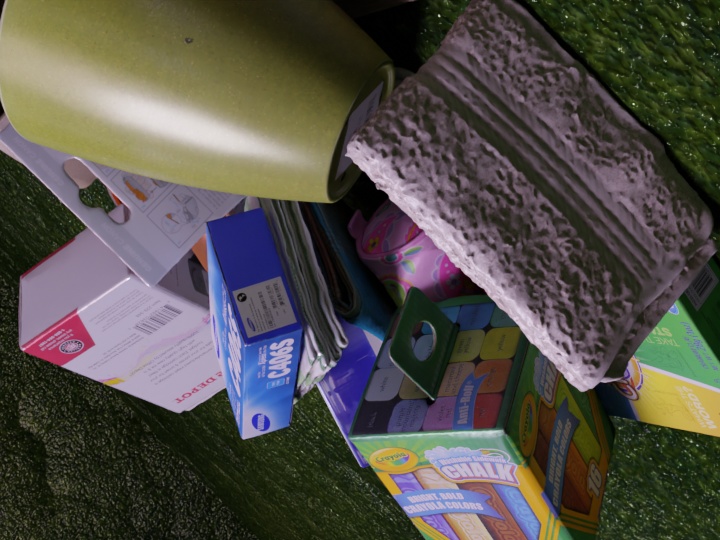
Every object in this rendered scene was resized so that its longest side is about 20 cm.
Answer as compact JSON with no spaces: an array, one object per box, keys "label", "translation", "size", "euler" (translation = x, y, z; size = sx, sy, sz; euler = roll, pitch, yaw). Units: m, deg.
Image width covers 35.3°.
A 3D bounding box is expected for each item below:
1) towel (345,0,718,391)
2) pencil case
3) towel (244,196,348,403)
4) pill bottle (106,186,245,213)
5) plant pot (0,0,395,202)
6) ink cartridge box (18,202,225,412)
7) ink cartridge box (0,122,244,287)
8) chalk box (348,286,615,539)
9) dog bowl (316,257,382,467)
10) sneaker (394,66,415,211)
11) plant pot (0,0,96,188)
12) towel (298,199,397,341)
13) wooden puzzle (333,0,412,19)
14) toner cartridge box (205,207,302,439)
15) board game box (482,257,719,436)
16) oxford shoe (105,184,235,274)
[{"label":"towel","translation":[0.101,-0.044,0.628],"size":[0.200,0.133,0.034],"euler":[44,164,-4]},{"label":"pencil case","translation":[0.070,0.025,0.881],"size":[0.087,0.088,0.201],"euler":[14,146,52]},{"label":"towel","translation":[-0.056,0.017,0.859],"size":[0.200,0.030,0.151],"euler":[124,130,-72]},{"label":"pill bottle","translation":[-0.147,-0.090,1.021],"size":[0.199,0.113,0.113],"euler":[10,142,56]},{"label":"plant pot","translation":[-0.085,-0.127,0.698],"size":[0.198,0.189,0.188],"euler":[25,156,12]},{"label":"ink cartridge box","translation":[-0.189,0.040,1.036],"size":[0.199,0.147,0.087],"euler":[31,-144,-48]},{"label":"ink cartridge box","translation":[-0.147,-0.107,0.863],"size":[0.160,0.200,0.047],"euler":[44,161,-4]},{"label":"chalk box","translation":[0.082,0.099,0.789],"size":[0.122,0.126,0.201],"euler":[-7,133,33]},{"label":"dog bowl","translation":[-0.010,0.072,1.027],"size":[0.202,0.078,0.200],"euler":[63,177,6]},{"label":"sneaker","translation":[0.003,-0.116,0.776],"size":[0.199,0.071,0.081],"euler":[33,149,9]},{"label":"plant pot","translation":[-0.274,-0.190,0.971],"size":[0.199,0.201,0.177],"euler":[33,167,23]},{"label":"towel","translation":[0.000,0.000,0.887],"size":[0.148,0.021,0.200],"euler":[66,-170,24]},{"label":"wooden puzzle","translation":[-0.045,-0.227,0.674],"size":[0.186,0.037,0.199],"euler":[51,158,-20]},{"label":"toner cartridge box","translation":[-0.080,0.046,0.831],"size":[0.201,0.043,0.096],"euler":[102,151,-63]},{"label":"board game box","translation":[0.181,0.041,0.776],"size":[0.154,0.040,0.199],"euler":[51,158,-20]},{"label":"oxford shoe","translation":[-0.162,-0.066,0.897],"size":[0.201,0.071,0.071],"euler":[54,146,0]}]
